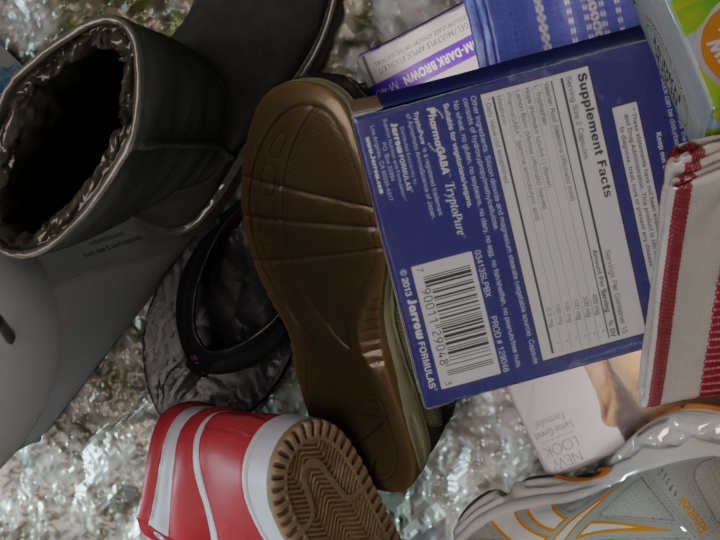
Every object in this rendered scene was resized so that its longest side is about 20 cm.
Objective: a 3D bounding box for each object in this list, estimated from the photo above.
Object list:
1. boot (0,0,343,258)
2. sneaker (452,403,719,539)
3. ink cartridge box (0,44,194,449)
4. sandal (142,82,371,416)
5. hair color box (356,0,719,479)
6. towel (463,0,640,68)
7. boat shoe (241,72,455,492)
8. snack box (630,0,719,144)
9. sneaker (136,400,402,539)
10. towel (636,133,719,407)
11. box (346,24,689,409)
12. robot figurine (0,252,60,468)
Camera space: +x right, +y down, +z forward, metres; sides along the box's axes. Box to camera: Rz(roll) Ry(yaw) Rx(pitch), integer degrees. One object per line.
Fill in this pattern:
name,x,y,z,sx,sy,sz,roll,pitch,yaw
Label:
boot,-0.078,-0.088,0.762,0.072,0.200,0.183,23,93,15
sneaker,0.091,0.131,0.756,0.075,0.092,0.200,33,137,-15
ink cartridge box,-0.216,-0.020,0.873,0.200,0.145,0.147,43,113,9
sandal,-0.047,-0.004,0.859,0.075,0.048,0.201,40,111,10
hair color box,0.092,-0.026,0.790,0.109,0.065,0.201,-25,91,23
towel,0.140,-0.115,0.731,0.199,0.024,0.146,-13,91,1
boat shoe,0.000,0.000,0.804,0.073,0.065,0.201,11,126,29
snack box,0.156,-0.152,0.677,0.141,0.053,0.201,-18,67,-1
sneaker,-0.033,0.142,0.864,0.112,0.071,0.201,9,130,43
towel,0.202,-0.012,0.681,0.199,0.023,0.145,-11,141,-5
box,0.105,-0.031,0.713,0.199,0.032,0.122,-14,106,0
robot figurine,-0.217,0.018,0.732,0.199,0.150,0.126,20,91,16
